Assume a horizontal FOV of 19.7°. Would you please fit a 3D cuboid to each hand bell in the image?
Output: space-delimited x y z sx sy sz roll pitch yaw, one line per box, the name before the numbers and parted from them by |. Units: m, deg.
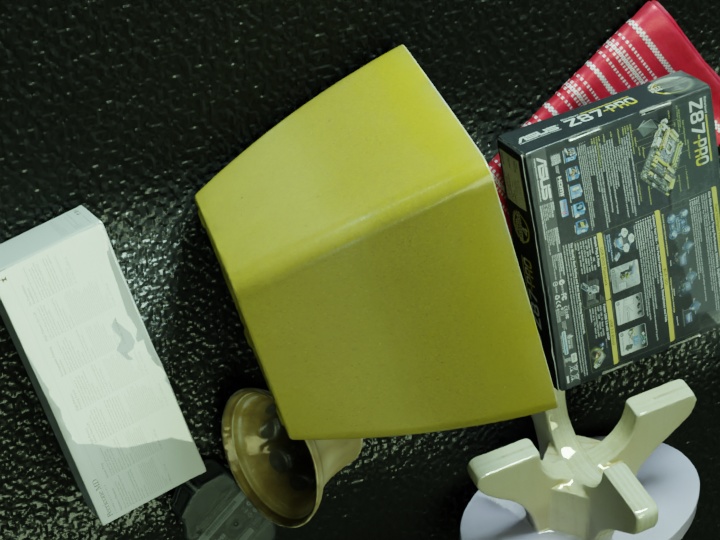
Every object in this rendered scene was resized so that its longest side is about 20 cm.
hand bell | 0.008 0.102 1.505 0.200 0.104 0.104 -22 124 -38

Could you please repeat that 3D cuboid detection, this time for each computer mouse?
computer mouse | -0.133 0.144 1.483 0.059 0.034 0.200 -45 119 -4

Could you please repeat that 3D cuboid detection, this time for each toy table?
toy table | 0.169 0.154 1.573 0.200 0.184 0.117 -29 141 -25

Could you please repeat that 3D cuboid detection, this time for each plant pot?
plant pot | 0.000 0.000 1.390 0.176 0.200 0.200 -22 123 -5

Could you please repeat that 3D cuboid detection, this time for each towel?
towel | 0.188 -0.088 1.545 0.200 0.022 0.145 -46 125 -2

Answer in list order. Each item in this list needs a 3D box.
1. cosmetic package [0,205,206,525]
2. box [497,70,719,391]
cosmetic package | -0.180 0.064 1.388 0.082 0.051 0.200 -27 116 -17
box | 0.193 -0.029 1.530 0.161 0.049 0.200 -20 118 -15
